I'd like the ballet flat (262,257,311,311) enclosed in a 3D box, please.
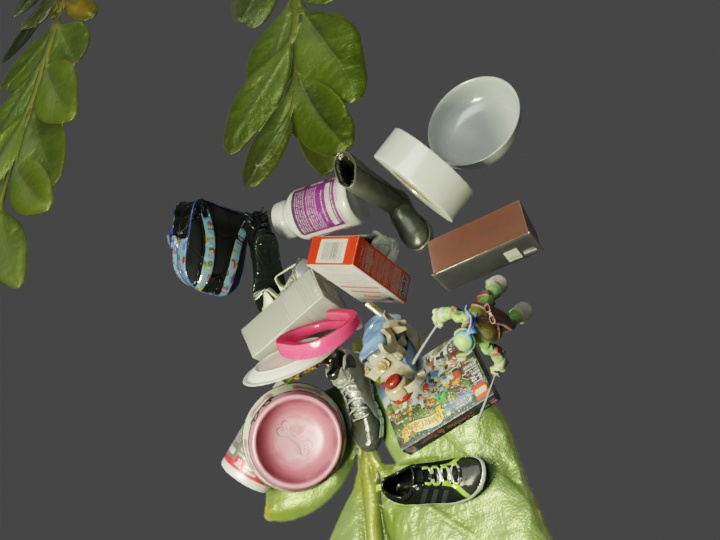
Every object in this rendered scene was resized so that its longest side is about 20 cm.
[{"bbox_3d":[-0.164,0.048,1.678,0.201,0.072,0.072,-49,49,22],"label":"ballet flat"}]

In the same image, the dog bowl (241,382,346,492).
[{"bbox_3d":[-0.118,0.309,1.463,0.197,0.074,0.204,1,85,-8],"label":"dog bowl"}]

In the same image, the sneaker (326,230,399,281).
[{"bbox_3d":[-0.020,-0.035,1.636,0.198,0.081,0.076,-19,60,28],"label":"sneaker"}]

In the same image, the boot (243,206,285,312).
[{"bbox_3d":[-0.215,-0.027,1.756,0.072,0.201,0.163,-7,24,-14],"label":"boot"}]

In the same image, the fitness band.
[{"bbox_3d":[-0.078,0.120,1.489,0.143,0.038,0.199,-30,12,-27],"label":"fitness band"}]

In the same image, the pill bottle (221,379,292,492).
[{"bbox_3d":[-0.175,0.316,1.550,0.110,0.110,0.202,26,84,40],"label":"pill bottle"}]

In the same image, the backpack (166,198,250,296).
[{"bbox_3d":[-0.348,-0.045,1.812,0.133,0.181,0.203,-2,78,42],"label":"backpack"}]

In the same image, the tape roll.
[{"bbox_3d":[0.121,-0.184,1.531,0.071,0.202,0.202,-51,50,3],"label":"tape roll"}]

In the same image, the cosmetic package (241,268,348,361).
[{"bbox_3d":[-0.133,0.105,1.628,0.199,0.107,0.091,-37,51,11],"label":"cosmetic package"}]

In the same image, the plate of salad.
[{"bbox_3d":[-0.128,0.179,1.510,0.198,0.200,0.049,-16,101,28],"label":"plate of salad"}]

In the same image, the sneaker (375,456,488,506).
[{"bbox_3d":[0.118,0.360,1.345,0.198,0.083,0.073,-22,57,24],"label":"sneaker"}]

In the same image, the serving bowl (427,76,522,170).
[{"bbox_3d":[0.235,-0.283,1.589,0.198,0.066,0.203,-15,60,27],"label":"serving bowl"}]

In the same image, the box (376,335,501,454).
[{"bbox_3d":[0.137,0.219,1.430,0.199,0.038,0.138,-35,52,16],"label":"box"}]

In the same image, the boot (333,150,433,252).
[{"bbox_3d":[0.045,-0.135,1.559,0.072,0.200,0.183,-42,51,10],"label":"boot"}]

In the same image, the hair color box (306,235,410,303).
[{"bbox_3d":[0.000,0.000,1.525,0.110,0.200,0.065,1,67,34],"label":"hair color box"}]

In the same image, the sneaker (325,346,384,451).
[{"bbox_3d":[-0.022,0.233,1.482,0.074,0.115,0.202,-27,55,20],"label":"sneaker"}]

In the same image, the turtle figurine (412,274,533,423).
[{"bbox_3d":[0.196,0.108,1.363,0.143,0.202,0.193,22,39,32],"label":"turtle figurine"}]

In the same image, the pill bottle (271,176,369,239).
[{"bbox_3d":[-0.089,-0.131,1.708,0.198,0.112,0.114,-14,60,28],"label":"pill bottle"}]

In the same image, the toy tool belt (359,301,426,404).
[{"bbox_3d":[0.042,0.140,1.432,0.124,0.123,0.201,-34,19,17],"label":"toy tool belt"}]

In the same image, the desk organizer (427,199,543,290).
[{"bbox_3d":[0.227,-0.046,1.476,0.198,0.072,0.078,-24,53,23],"label":"desk organizer"}]
